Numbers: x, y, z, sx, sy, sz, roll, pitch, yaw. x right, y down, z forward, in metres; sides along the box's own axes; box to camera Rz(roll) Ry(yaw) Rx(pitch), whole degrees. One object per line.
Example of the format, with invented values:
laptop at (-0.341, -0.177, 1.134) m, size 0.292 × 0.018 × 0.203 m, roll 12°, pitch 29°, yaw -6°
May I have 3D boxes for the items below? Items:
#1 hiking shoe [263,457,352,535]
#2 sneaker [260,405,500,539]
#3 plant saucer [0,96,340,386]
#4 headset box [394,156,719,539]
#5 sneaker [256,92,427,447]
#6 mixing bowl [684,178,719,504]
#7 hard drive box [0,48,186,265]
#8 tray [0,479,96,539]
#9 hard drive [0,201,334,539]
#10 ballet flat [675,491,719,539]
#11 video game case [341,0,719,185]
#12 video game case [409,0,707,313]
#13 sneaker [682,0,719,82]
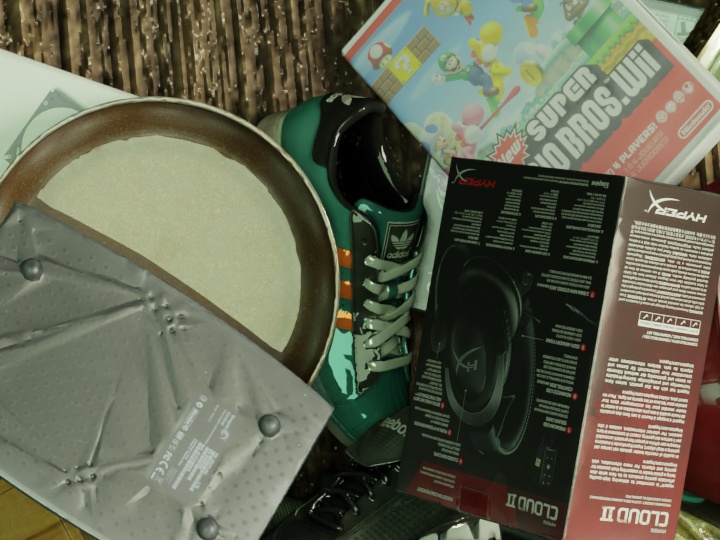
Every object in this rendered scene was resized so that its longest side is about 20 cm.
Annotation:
hiking shoe at (-0.091, 0.146, 1.393) m, size 0.199 × 0.076 × 0.101 m, roll -3°, pitch 79°, yaw -4°
sneaker at (0.010, 0.119, 1.329) m, size 0.199 × 0.066 × 0.091 m, roll -16°, pitch 117°, yaw -37°
plant saucer at (-0.111, 0.007, 1.333) m, size 0.199 × 0.032 × 0.201 m, roll 0°, pitch 93°, yaw -3°
headset box at (0.099, 0.050, 1.249) m, size 0.077 × 0.149 × 0.201 m, roll 8°, pitch 91°, yaw -33°
sneaker at (0.000, 0.000, 1.366) m, size 0.080 × 0.071 × 0.201 m, roll -16°, pitch 87°, yaw 39°
mixing bowl at (0.194, 0.043, 1.325) m, size 0.108 × 0.200 × 0.201 m, roll -10°, pitch 89°, yaw 35°
hard drive box at (-0.208, -0.045, 1.392) m, size 0.199 × 0.077 × 0.157 m, roll 18°, pitch 90°, yaw 4°
tray at (-0.201, 0.174, 1.356) m, size 0.200 × 0.037 × 0.099 m, roll -30°, pitch 87°, yaw 40°
hard drive at (-0.128, 0.070, 1.279) m, size 0.199 × 0.042 × 0.135 m, roll 33°, pitch 68°, yaw -6°
ballet flat at (0.192, 0.146, 1.374) m, size 0.199 × 0.071 × 0.071 m, roll 21°, pitch 91°, yaw 4°
video game case at (0.095, -0.104, 1.350) m, size 0.143 × 0.017 × 0.200 m, roll -48°, pitch 65°, yaw 16°
video game case at (0.110, -0.063, 1.398) m, size 0.142 × 0.019 × 0.201 m, roll 12°, pitch 91°, yaw 4°
sneaker at (0.237, -0.132, 1.357) m, size 0.090 × 0.067 × 0.201 m, roll 33°, pitch 83°, yaw -6°
